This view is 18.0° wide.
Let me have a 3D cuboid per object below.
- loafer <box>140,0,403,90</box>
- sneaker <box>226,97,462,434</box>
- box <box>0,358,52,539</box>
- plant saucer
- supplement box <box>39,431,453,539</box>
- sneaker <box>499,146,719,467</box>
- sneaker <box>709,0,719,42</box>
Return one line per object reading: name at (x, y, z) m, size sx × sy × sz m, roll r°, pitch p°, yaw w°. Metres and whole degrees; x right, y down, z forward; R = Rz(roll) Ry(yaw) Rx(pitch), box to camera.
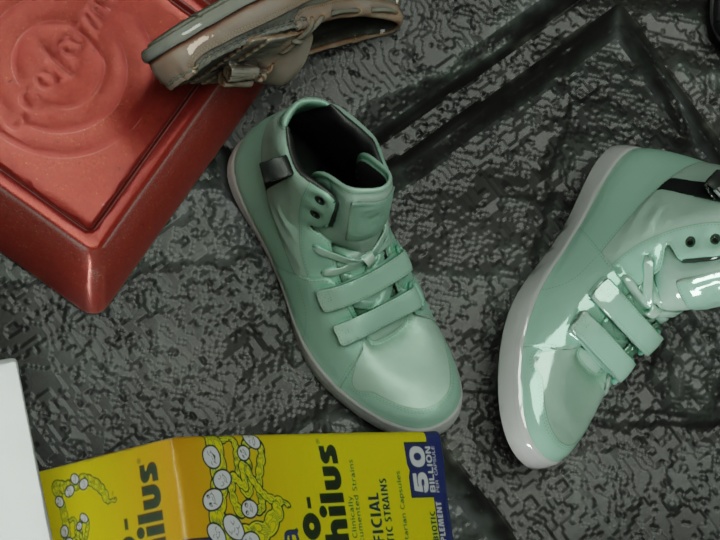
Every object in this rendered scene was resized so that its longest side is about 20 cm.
loafer at (-0.038, -0.134, 1.251) m, size 0.200 × 0.072 × 0.063 m, roll -36°, pitch 100°, yaw -48°
sneaker at (-0.001, 0.000, 1.233) m, size 0.074 × 0.118 × 0.201 m, roll -32°, pitch 88°, yaw -20°
box at (-0.227, 0.116, 1.106) m, size 0.124 × 0.200 × 0.098 m, roll -10°, pitch 80°, yaw -15°
plant saucer at (-0.169, -0.112, 1.260) m, size 0.200 × 0.037 × 0.200 m, roll 35°, pitch 72°, yaw -3°
supplement box at (-0.053, 0.144, 1.145) m, size 0.199 × 0.109 × 0.109 m, roll 3°, pitch 75°, yaw -48°
sneaker at (0.156, 0.021, 1.256) m, size 0.074 × 0.118 × 0.201 m, roll 41°, pitch 66°, yaw -41°
sneaker at (0.290, -0.214, 1.358) m, size 0.078 × 0.112 × 0.200 m, roll 41°, pitch 71°, yaw -2°
